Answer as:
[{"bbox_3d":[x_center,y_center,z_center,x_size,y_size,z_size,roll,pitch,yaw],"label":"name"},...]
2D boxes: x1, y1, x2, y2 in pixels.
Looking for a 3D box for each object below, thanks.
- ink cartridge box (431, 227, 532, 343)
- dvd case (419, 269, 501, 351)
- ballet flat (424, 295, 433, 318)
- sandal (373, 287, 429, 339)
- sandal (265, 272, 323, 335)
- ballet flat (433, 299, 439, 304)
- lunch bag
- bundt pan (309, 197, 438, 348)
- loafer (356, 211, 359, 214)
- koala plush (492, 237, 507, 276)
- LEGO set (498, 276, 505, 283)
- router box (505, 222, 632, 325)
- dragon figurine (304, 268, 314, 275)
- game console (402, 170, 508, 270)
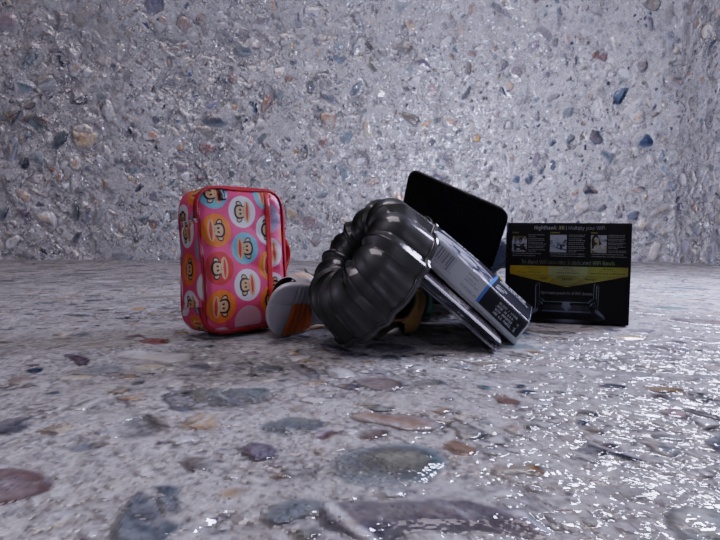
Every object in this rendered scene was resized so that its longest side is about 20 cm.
[{"bbox_3d":[0.171,0.011,0.799,0.197,0.044,0.199,43,14,12],"label":"ink cartridge box"},{"bbox_3d":[0.135,0.040,0.744,0.148,0.016,0.200,42,11,9],"label":"dvd case"},{"bbox_3d":[0.041,0.047,0.859,0.194,0.074,0.066,-3,1,-38],"label":"ballet flat"},{"bbox_3d":[0.069,0.060,0.759,0.053,0.083,0.198,25,10,24],"label":"sandal"},{"bbox_3d":[-0.084,0.043,0.775,0.058,0.081,0.205,35,12,24],"label":"sandal"},{"bbox_3d":[0.106,0.057,0.964,0.192,0.059,0.066,-8,-4,-11],"label":"ballet flat"},{"bbox_3d":[-0.173,-0.015,0.776,0.080,0.209,0.172,-2,1,45],"label":"lunch bag"},{"bbox_3d":[0.006,-0.011,0.679,0.075,0.205,0.201,39,-11,-19],"label":"bundt pan"},{"bbox_3d":[-0.011,-0.029,1.090,0.062,0.206,0.071,32,-31,-23],"label":"loafer"},{"bbox_3d":[0.235,-0.035,1.152,0.184,0.179,0.199,-45,-16,16],"label":"koala plush"},{"bbox_3d":[0.339,0.013,1.025,0.149,0.121,0.197,3,4,35],"label":"LEGO set"},{"bbox_3d":[0.339,0.003,0.880,0.192,0.165,0.052,2,4,14],"label":"router box"},{"bbox_3d":[0.000,0.000,0.898,0.195,0.061,0.098,-21,-23,31],"label":"dragon figurine"},{"bbox_3d":[0.173,-0.072,0.981,0.196,0.120,0.175,29,2,24],"label":"game console"}]
